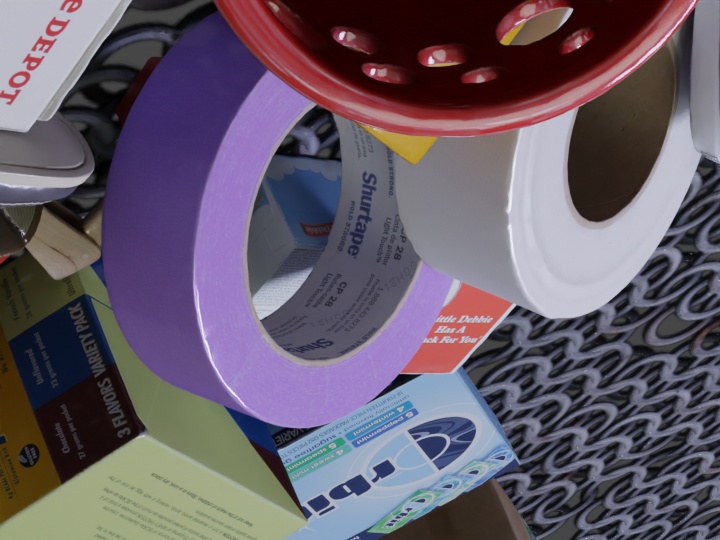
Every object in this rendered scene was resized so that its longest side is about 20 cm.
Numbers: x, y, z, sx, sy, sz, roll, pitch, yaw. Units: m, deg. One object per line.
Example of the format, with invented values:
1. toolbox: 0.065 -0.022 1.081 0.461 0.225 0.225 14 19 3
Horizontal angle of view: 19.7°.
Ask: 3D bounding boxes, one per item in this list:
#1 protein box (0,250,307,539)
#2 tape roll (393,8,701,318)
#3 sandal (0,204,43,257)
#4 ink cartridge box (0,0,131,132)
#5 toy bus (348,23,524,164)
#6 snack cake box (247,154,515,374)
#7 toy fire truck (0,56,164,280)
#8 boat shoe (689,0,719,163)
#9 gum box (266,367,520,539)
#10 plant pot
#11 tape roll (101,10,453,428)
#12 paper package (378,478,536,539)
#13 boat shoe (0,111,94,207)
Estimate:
1. protein box: -0.175 0.113 1.160 0.199 0.135 0.198 -33 150 11
2. tape roll: 0.103 -0.081 1.028 0.202 0.070 0.204 -32 132 -43
3. sandal: -0.232 -0.059 0.915 0.199 0.082 0.054 12 176 -31
4. ink cartridge box: -0.189 -0.139 0.804 0.199 0.083 0.147 5 139 -41
5. toy bus: 0.050 -0.153 0.919 0.200 0.078 0.065 -52 143 4
6. snack cake box: 0.000 0.000 1.184 0.199 0.067 0.115 3 138 -41
7. toy fire truck: -0.170 -0.024 1.035 0.140 0.049 0.200 0 142 -38
8. boat shoe: 0.199 -0.148 1.004 0.070 0.066 0.202 -21 116 -58
9. gum box: 0.004 0.120 1.398 0.169 0.045 0.200 -29 149 5
10. plant pot: 0.024 -0.167 0.771 0.199 0.183 0.202 -3 109 -8
11. tape roll: -0.031 -0.029 1.006 0.199 0.065 0.202 -20 118 -44
12. paper package: 0.066 0.286 1.549 0.190 0.201 0.104 -26 150 3
13. boat shoe: -0.210 -0.051 0.876 0.199 0.073 0.063 7 131 -37
